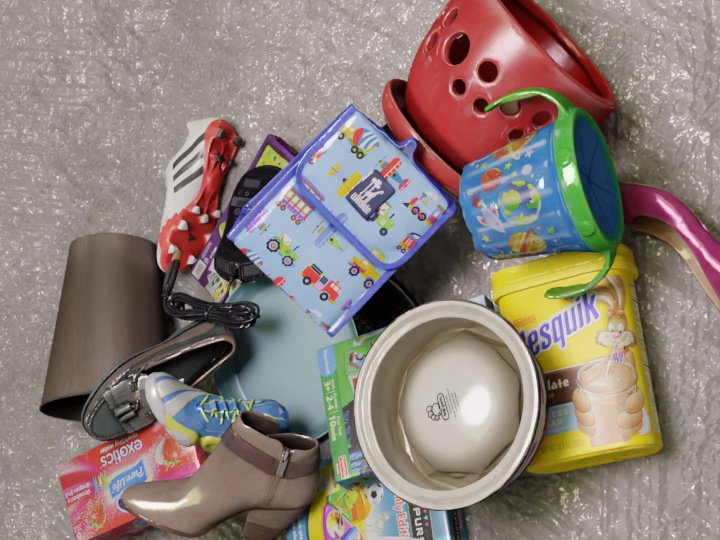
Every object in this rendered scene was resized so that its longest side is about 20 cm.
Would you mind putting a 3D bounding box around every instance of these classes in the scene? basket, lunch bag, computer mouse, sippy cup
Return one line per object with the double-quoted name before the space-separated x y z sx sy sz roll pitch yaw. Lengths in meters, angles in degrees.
"basket" -0.301 0.068 1.668 0.178 0.135 0.203 -12 68 33
"lunch bag" -0.010 -0.062 1.392 0.150 0.094 0.200 43 110 -10
"computer mouse" -0.150 -0.023 1.581 0.139 0.046 0.203 2 68 27
"sippy cup" 0.168 -0.071 1.315 0.129 0.139 0.180 -16 63 26

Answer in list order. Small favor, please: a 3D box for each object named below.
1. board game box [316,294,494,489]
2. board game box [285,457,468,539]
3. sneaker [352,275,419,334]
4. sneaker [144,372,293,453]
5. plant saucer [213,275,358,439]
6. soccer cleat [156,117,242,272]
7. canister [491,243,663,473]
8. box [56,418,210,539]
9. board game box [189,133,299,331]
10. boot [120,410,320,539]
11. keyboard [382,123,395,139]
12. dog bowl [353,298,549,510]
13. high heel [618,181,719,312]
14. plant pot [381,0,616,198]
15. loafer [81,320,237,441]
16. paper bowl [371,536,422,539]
"board game box" 0.057 0.127 1.440 0.198 0.037 0.153 -19 62 18
"board game box" 0.014 0.270 1.473 0.198 0.047 0.153 -18 69 26
"sneaker" 0.000 0.000 1.514 0.199 0.090 0.070 39 119 -8
"sneaker" -0.142 0.156 1.504 0.105 0.200 0.076 -35 36 13
"plant saucer" -0.081 0.097 1.568 0.198 0.027 0.203 -1 89 29
"soccer cleat" -0.211 -0.094 1.694 0.084 0.068 0.203 12 81 41
"canister" 0.216 0.090 1.375 0.147 0.086 0.203 -16 72 26
"box" -0.242 0.238 1.602 0.198 0.095 0.101 -26 73 23
"board game box" -0.115 -0.044 1.626 0.120 0.032 0.201 44 110 36
"boot" -0.142 0.213 1.461 0.071 0.197 0.148 -99 27 -58
"keyboard" 0.015 -0.088 1.568 0.200 0.039 0.105 -41 50 31
"dog bowl" 0.095 0.133 1.344 0.198 0.074 0.203 -7 76 28
"high heel" 0.307 -0.018 1.359 0.198 0.067 0.097 24 80 20
"plant pot" 0.138 -0.178 1.428 0.183 0.199 0.201 -48 59 21
"loafer" -0.224 0.122 1.542 0.199 0.072 0.063 -37 23 -11
"paper bowl" 0.050 0.350 1.364 0.198 0.105 0.203 8 122 13
